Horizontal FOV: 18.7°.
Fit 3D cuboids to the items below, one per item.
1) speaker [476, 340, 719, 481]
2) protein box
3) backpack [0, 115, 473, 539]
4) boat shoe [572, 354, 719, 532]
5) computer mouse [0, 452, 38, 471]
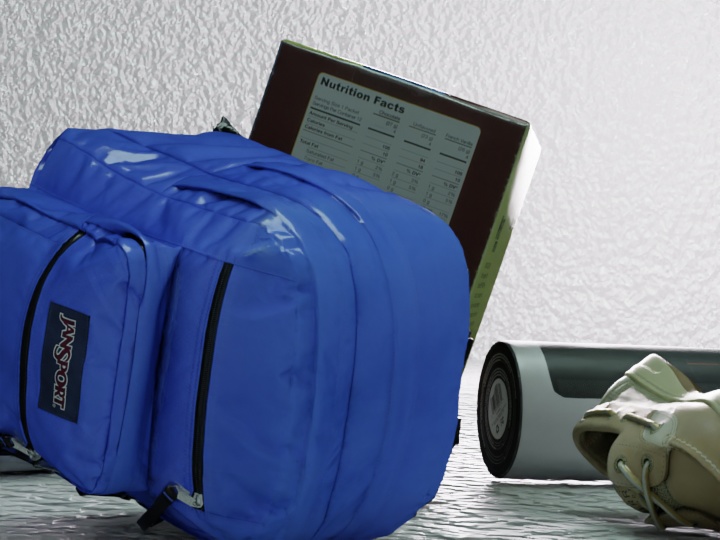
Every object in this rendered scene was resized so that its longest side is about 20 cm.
[{"bbox_3d":[0.173,0.084,1.274,0.198,0.082,0.081,3,0,-15],"label":"speaker"},{"bbox_3d":[0.000,0.000,1.175,0.134,0.202,0.199,20,2,6],"label":"protein box"},{"bbox_3d":[-0.062,0.037,0.908,0.199,0.164,0.167,19,20,42],"label":"backpack"},{"bbox_3d":[0.150,0.093,1.017,0.065,0.072,0.200,-33,16,-4],"label":"boat shoe"},{"bbox_3d":[-0.164,0.087,1.232,0.109,0.044,0.199,3,0,39],"label":"computer mouse"}]
